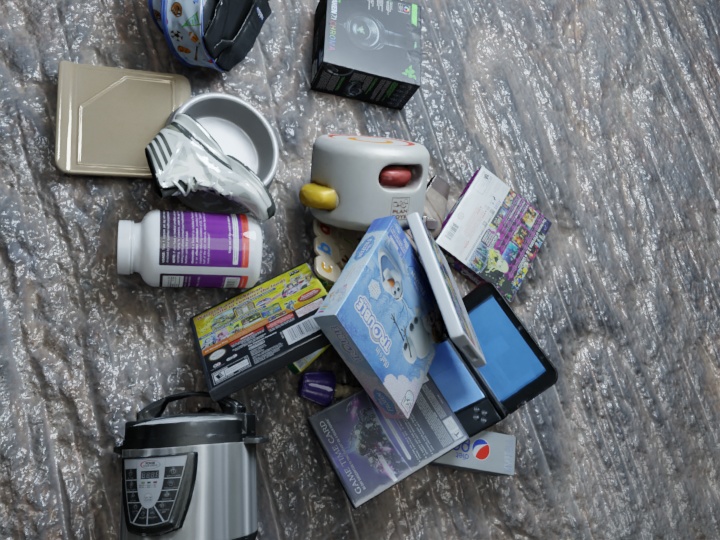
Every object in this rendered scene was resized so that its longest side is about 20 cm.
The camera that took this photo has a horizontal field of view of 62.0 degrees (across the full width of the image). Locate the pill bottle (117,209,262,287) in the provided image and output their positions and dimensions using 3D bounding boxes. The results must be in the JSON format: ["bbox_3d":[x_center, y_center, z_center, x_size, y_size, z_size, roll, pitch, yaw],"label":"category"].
[{"bbox_3d":[-0.251,-0.031,0.886,0.199,0.112,0.113,2,74,-20],"label":"pill bottle"}]

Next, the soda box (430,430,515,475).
[{"bbox_3d":[0.147,0.284,0.965,0.199,0.068,0.064,15,68,-16],"label":"soda box"}]

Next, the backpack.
[{"bbox_3d":[-0.252,-0.428,0.966,0.153,0.200,0.192,5,79,13],"label":"backpack"}]

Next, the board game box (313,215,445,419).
[{"bbox_3d":[0.041,0.064,0.833,0.200,0.043,0.199,57,45,-28],"label":"board game box"}]

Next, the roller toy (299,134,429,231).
[{"bbox_3d":[0.012,-0.133,0.936,0.181,0.200,0.141,8,107,10],"label":"roller toy"}]

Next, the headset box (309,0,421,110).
[{"bbox_3d":[0.017,-0.409,1.106,0.199,0.093,0.175,9,72,-18],"label":"headset box"}]

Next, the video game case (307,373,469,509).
[{"bbox_3d":[0.042,0.235,0.886,0.199,0.019,0.143,-25,68,-19],"label":"video game case"}]

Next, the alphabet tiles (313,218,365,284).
[{"bbox_3d":[0.000,0.000,0.969,0.195,0.015,0.201,28,41,-34],"label":"alphabet tiles"}]

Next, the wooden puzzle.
[{"bbox_3d":[-0.369,-0.232,0.947,0.199,0.037,0.186,2,75,-25],"label":"wooden puzzle"}]

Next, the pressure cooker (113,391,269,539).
[{"bbox_3d":[-0.223,0.261,0.781,0.175,0.178,0.201,7,73,-32],"label":"pressure cooker"}]

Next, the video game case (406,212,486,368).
[{"bbox_3d":[0.130,0.034,0.903,0.023,0.182,0.201,-23,62,12],"label":"video game case"}]

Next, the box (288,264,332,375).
[{"bbox_3d":[-0.066,0.057,0.966,0.200,0.048,0.117,-41,90,-23],"label":"box"}]

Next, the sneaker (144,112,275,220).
[{"bbox_3d":[-0.226,-0.121,0.868,0.200,0.076,0.115,42,68,-4],"label":"sneaker"}]

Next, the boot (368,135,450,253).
[{"bbox_3d":[0.061,-0.129,1.060,0.199,0.070,0.147,32,77,3],"label":"boot"}]

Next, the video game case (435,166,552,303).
[{"bbox_3d":[0.247,-0.067,1.122,0.181,0.036,0.200,37,66,-7],"label":"video game case"}]

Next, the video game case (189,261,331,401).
[{"bbox_3d":[-0.135,0.078,0.852,0.199,0.181,0.026,-26,125,-9],"label":"video game case"}]

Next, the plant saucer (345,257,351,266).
[{"bbox_3d":[0.045,0.056,0.920,0.200,0.032,0.201,18,62,-38],"label":"plant saucer"}]

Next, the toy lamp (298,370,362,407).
[{"bbox_3d":[0.001,0.194,0.945,0.199,0.058,0.059,11,71,-18],"label":"toy lamp"}]

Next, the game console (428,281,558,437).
[{"bbox_3d":[0.177,0.141,0.958,0.172,0.119,0.200,-15,61,-35],"label":"game console"}]

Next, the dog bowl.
[{"bbox_3d":[-0.221,-0.190,0.956,0.199,0.059,0.201,8,72,-28],"label":"dog bowl"}]
